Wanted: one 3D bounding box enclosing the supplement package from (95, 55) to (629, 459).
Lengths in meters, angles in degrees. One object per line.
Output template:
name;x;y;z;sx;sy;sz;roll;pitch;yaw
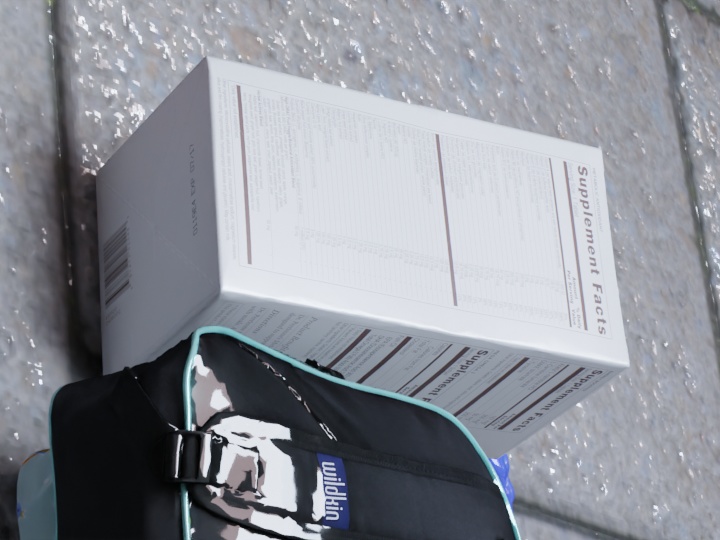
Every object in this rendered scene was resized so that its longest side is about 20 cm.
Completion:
supplement package;0.000;0.000;1.167;0.200;0.110;0.114;12;59;-28

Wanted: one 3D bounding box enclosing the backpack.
backpack;-0.031;0.128;1.054;0.200;0.153;0.176;11;62;-40

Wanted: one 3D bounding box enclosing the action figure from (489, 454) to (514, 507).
action figure;0.068;0.066;1.287;0.065;0.099;0.200;-5;71;-56
